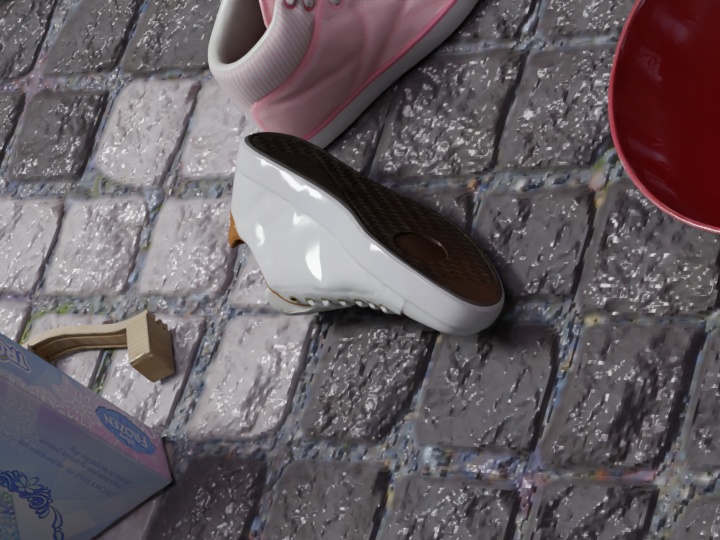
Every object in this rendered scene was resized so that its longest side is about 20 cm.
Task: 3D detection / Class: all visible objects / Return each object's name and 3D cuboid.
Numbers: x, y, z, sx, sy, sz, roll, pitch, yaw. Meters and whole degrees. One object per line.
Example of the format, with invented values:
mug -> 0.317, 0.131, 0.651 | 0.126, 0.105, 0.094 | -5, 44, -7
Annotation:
toy bridge -> -0.199, 0.076, 1.322 | 0.200, 0.027, 0.067 | -30, 45, 22
sneaker -> 0.000, 0.000, 1.191 | 0.200, 0.073, 0.085 | 35, 119, 41
board game box -> -0.244, 0.117, 1.207 | 0.199, 0.200, 0.043 | -35, 45, 17
sneaker -> -0.006, -0.164, 1.261 | 0.200, 0.105, 0.075 | -46, 42, 5
mixing bowl -> 0.226, -0.082, 1.008 | 0.200, 0.108, 0.201 | -20, 52, 28
